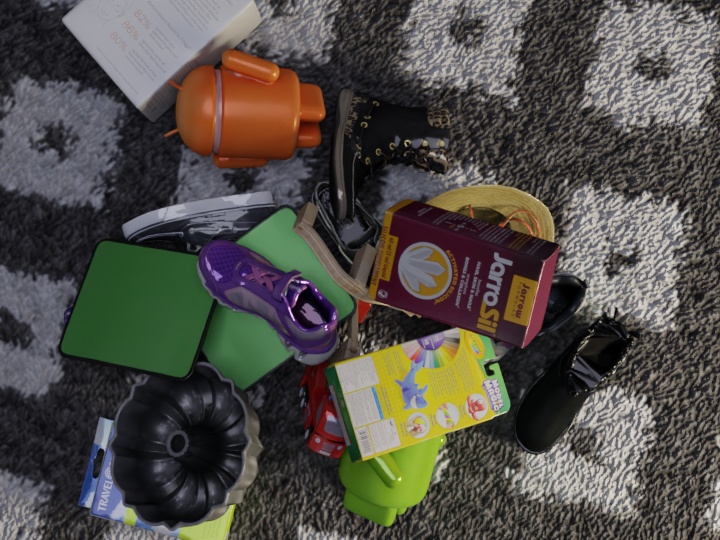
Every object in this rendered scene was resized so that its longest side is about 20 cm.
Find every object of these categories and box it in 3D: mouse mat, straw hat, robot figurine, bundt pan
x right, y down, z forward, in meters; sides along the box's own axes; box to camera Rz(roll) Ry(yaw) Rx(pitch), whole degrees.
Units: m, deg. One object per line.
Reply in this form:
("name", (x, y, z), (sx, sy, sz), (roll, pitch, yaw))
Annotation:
("mouse mat", (-0.267, 0.045, 1.691), (0.197, 0.008, 0.163), (9, 71, 24))
("straw hat", (0.138, -0.059, 1.736), (0.198, 0.203, 0.086), (-9, 43, 0))
("robot figurine", (-0.145, -0.200, 1.731), (0.197, 0.144, 0.118), (1, 79, -11))
("bundt pan", (-0.200, 0.213, 1.661), (0.199, 0.076, 0.205), (-8, 72, 25))
("robot figurine", (0.040, 0.208, 1.691), (0.115, 0.175, 0.203), (22, 109, 21))
("mouse mat", (-0.122, 0.037, 1.693), (0.199, 0.008, 0.162), (-35, 87, 5))

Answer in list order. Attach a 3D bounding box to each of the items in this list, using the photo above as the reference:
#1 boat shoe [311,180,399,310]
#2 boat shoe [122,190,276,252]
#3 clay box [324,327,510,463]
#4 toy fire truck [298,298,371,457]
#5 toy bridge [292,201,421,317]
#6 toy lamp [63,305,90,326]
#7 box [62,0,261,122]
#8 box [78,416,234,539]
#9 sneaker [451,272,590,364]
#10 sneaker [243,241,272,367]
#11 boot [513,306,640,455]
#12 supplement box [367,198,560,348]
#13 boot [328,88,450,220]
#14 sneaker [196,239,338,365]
("boat shoe", (0.006, -0.030, 1.751), (0.071, 0.064, 0.200), (-41, 86, -2))
("boat shoe", (-0.202, -0.050, 1.758), (0.197, 0.072, 0.069), (-10, 84, -7))
("clay box", (0.068, 0.139, 1.604), (0.198, 0.048, 0.116), (-14, 83, -22))
("toy fire truck", (-0.027, 0.119, 1.700), (0.048, 0.201, 0.142), (19, 115, -16))
("toy bridge", (0.000, 0.000, 1.685), (0.199, 0.027, 0.068), (37, 45, -18))
("toy lamp", (-0.277, 0.045, 1.757), (0.197, 0.058, 0.059), (-13, 86, -3))
("box", (-0.249, -0.317, 1.756), (0.200, 0.106, 0.153), (-42, 85, -2))
("box", (-0.252, 0.266, 1.743), (0.197, 0.048, 0.124), (14, 86, 1))
("sneaker", (0.193, 0.055, 1.703), (0.198, 0.140, 0.078), (-31, 86, -2))
("sneaker", (-0.111, 0.057, 1.747), (0.088, 0.077, 0.203), (8, 100, -27))
("boot", (0.260, 0.138, 1.685), (0.073, 0.162, 0.199), (37, 87, 5))
("supplement box", (0.120, 0.001, 1.608), (0.198, 0.086, 0.112), (18, 108, 17))
("boot", (0.036, -0.143, 1.726), (0.148, 0.074, 0.202), (6, 48, -3))
("sneaker", (-0.101, 0.025, 1.628), (0.199, 0.089, 0.081), (36, 65, -1))
